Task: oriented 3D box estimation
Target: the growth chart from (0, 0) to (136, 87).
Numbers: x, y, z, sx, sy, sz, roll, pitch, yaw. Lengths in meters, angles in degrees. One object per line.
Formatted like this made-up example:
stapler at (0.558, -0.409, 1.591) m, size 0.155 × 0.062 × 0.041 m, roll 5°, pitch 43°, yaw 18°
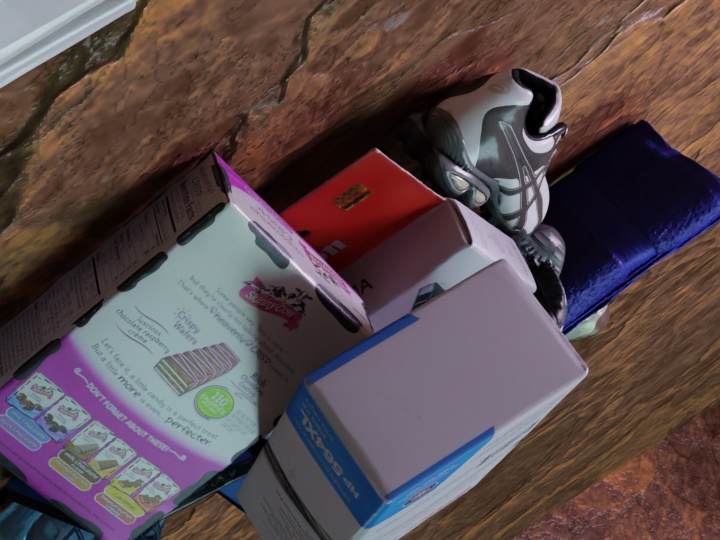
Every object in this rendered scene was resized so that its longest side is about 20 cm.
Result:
growth chart at (-0.127, -0.126, 0.678) m, size 0.145 × 0.018 × 0.200 m, roll -29°, pitch 163°, yaw -20°

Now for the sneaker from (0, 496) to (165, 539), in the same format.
sneaker at (-0.184, 0.194, 1.326) m, size 0.079 × 0.096 × 0.200 m, roll -44°, pitch 162°, yaw 30°

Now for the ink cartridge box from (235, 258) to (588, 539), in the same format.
ink cartridge box at (0.022, 0.095, 1.030) m, size 0.146 × 0.084 × 0.200 m, roll -31°, pitch 168°, yaw -26°

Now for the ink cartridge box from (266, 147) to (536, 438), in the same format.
ink cartridge box at (-0.017, 0.023, 1.081) m, size 0.200 × 0.044 × 0.173 m, roll -34°, pitch 149°, yaw 18°

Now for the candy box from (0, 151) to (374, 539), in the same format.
candy box at (-0.110, 0.048, 1.008) m, size 0.200 × 0.061 × 0.136 m, roll -38°, pitch 123°, yaw 10°

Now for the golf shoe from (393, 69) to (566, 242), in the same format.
golf shoe at (0.100, -0.076, 1.151) m, size 0.094 × 0.078 × 0.200 m, roll -39°, pitch 165°, yaw 13°

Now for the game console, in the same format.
game console at (-0.114, 0.165, 1.200) m, size 0.170 × 0.119 × 0.200 m, roll -26°, pitch -166°, yaw -27°

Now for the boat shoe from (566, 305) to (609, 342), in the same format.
boat shoe at (0.099, 0.029, 1.469) m, size 0.200 × 0.072 × 0.076 m, roll -16°, pitch 120°, yaw 5°

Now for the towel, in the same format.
towel at (0.176, -0.024, 1.385) m, size 0.200 × 0.148 × 0.050 m, roll -34°, pitch 121°, yaw -1°

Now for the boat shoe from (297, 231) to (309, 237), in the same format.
boat shoe at (0.000, 0.000, 1.215) m, size 0.071 × 0.063 × 0.200 m, roll -42°, pitch 164°, yaw 16°

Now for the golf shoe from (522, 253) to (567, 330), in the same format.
golf shoe at (0.096, 0.045, 1.207) m, size 0.078 × 0.095 × 0.200 m, roll -39°, pitch -166°, yaw -16°

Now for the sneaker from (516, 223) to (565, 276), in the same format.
sneaker at (0.065, 0.009, 1.340) m, size 0.200 × 0.076 × 0.091 m, roll -27°, pitch -156°, yaw 28°
